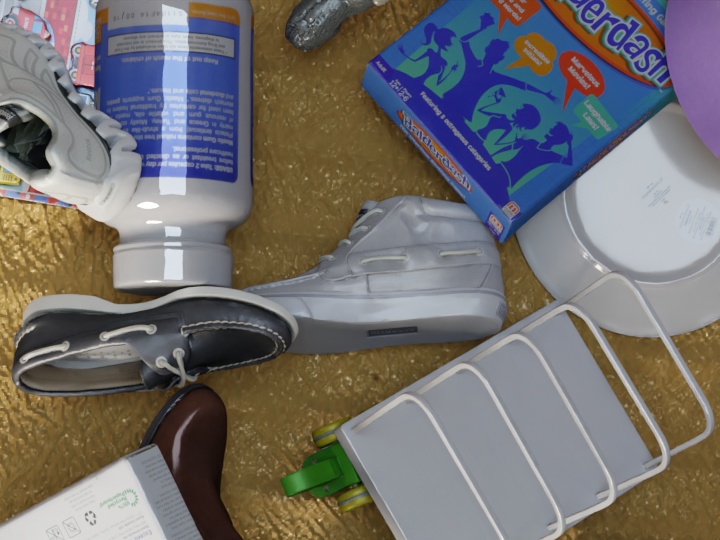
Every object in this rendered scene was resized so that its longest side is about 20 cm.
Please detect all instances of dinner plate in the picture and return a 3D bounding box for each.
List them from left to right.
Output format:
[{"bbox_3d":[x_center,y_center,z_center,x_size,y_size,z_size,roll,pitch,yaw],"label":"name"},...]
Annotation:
[{"bbox_3d":[0.205,-0.054,1.795,0.198,0.024,0.202,0,84,-5],"label":"dinner plate"}]

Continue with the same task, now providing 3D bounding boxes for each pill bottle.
[{"bbox_3d":[-0.128,-0.086,1.730,0.111,0.112,0.202,1,83,-4],"label":"pill bottle"}]

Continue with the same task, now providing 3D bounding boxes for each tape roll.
[{"bbox_3d":[0.315,-0.160,1.751,0.199,0.085,0.202,6,77,-26],"label":"tape roll"}]

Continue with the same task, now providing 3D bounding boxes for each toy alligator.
[{"bbox_3d":[0.026,0.119,1.746,0.199,0.054,0.060,-21,85,-27],"label":"toy alligator"}]

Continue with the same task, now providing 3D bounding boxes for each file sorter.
[{"bbox_3d":[0.116,0.107,1.686,0.199,0.124,0.139,-28,85,-29],"label":"file sorter"}]

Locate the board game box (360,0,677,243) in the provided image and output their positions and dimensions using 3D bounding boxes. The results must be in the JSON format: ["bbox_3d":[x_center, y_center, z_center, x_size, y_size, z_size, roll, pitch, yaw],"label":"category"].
[{"bbox_3d":[0.124,-0.140,1.765,0.200,0.045,0.152,-40,80,-17],"label":"board game box"}]

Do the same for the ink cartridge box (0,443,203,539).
[{"bbox_3d":[-0.164,0.240,1.665,0.196,0.043,0.201,-28,86,36],"label":"ink cartridge box"}]

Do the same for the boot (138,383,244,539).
[{"bbox_3d":[-0.073,0.182,1.662,0.068,0.199,0.190,26,80,-45],"label":"boot"}]

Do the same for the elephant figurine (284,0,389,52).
[{"bbox_3d":[0.037,-0.245,1.704,0.198,0.141,0.156,-14,95,-7],"label":"elephant figurine"}]

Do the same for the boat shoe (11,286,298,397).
[{"bbox_3d":[-0.141,0.053,1.706,0.198,0.074,0.061,1,50,13],"label":"boat shoe"}]

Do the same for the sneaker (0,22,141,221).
[{"bbox_3d":[-0.229,-0.109,1.692,0.200,0.081,0.076,40,111,35],"label":"sneaker"}]

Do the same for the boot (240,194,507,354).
[{"bbox_3d":[0.000,0.000,1.758,0.198,0.074,0.096,-2,68,-4],"label":"boot"}]

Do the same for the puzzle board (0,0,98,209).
[{"bbox_3d":[-0.239,-0.151,1.778,0.149,0.017,0.202,9,82,-3],"label":"puzzle board"}]
